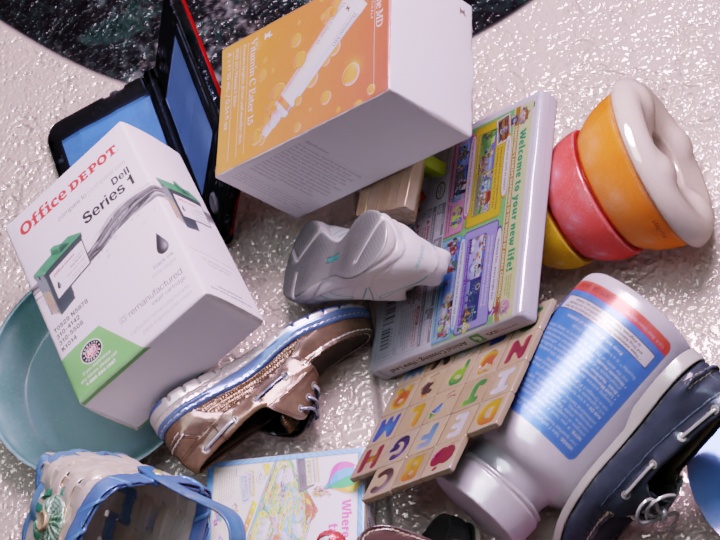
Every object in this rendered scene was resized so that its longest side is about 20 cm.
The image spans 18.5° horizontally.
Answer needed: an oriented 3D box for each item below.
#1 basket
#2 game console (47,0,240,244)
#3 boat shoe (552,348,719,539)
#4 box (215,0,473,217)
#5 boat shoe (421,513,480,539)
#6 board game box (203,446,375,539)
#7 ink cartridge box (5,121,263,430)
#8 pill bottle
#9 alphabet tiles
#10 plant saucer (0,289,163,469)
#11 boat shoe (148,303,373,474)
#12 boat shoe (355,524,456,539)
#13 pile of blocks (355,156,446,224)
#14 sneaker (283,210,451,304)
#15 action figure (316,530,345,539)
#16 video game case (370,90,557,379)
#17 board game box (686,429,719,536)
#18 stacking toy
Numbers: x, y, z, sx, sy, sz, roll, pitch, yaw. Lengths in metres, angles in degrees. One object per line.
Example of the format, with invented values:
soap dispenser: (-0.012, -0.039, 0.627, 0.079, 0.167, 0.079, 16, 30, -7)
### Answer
basket: (-0.175, 0.235, 1.689, 0.200, 0.139, 0.177, 24, 102, 37)
game console: (-0.188, -0.109, 1.913, 0.118, 0.173, 0.200, -11, 57, -19)
boat shoe: (0.212, 0.151, 1.629, 0.062, 0.075, 0.200, 42, 112, 24)
box: (-0.014, -0.143, 1.776, 0.200, 0.097, 0.125, -24, 54, 39)
boat shoe: (0.027, 0.256, 1.646, 0.074, 0.063, 0.202, -28, 23, 55)
board game box: (-0.057, 0.241, 1.725, 0.134, 0.034, 0.201, -7, 61, 15)
ink cartridge box: (-0.187, 0.002, 1.793, 0.146, 0.084, 0.200, -41, 54, 15)
pill bottle: (0.152, 0.109, 1.683, 0.112, 0.112, 0.200, 36, 77, 30)
alphabet tiles: (0.070, 0.093, 1.703, 0.166, 0.006, 0.200, -25, 27, 44)
plant saucer: (-0.217, 0.085, 1.857, 0.199, 0.036, 0.201, -7, 63, 15)
boat shoe: (-0.068, 0.099, 1.783, 0.200, 0.072, 0.073, -30, 71, -12)
boat shoe: (0.069, 0.220, 1.579, 0.072, 0.072, 0.200, -30, 39, -29)
pile of blocks: (0.037, -0.118, 1.832, 0.082, 0.062, 0.201, -33, 49, 33)
sneaker: (0.000, 0.000, 1.787, 0.200, 0.080, 0.071, -5, 67, 63)
action figure: (-0.055, 0.285, 1.644, 0.052, 0.065, 0.201, 23, 72, 9)
video game case: (0.082, -0.027, 1.777, 0.182, 0.022, 0.201, -24, 50, 47)
board game box: (0.344, 0.141, 1.649, 0.199, 0.039, 0.159, -10, 54, 10)
stacking toy: (0.169, -0.050, 1.770, 0.200, 0.146, 0.147, -27, 57, 20)
